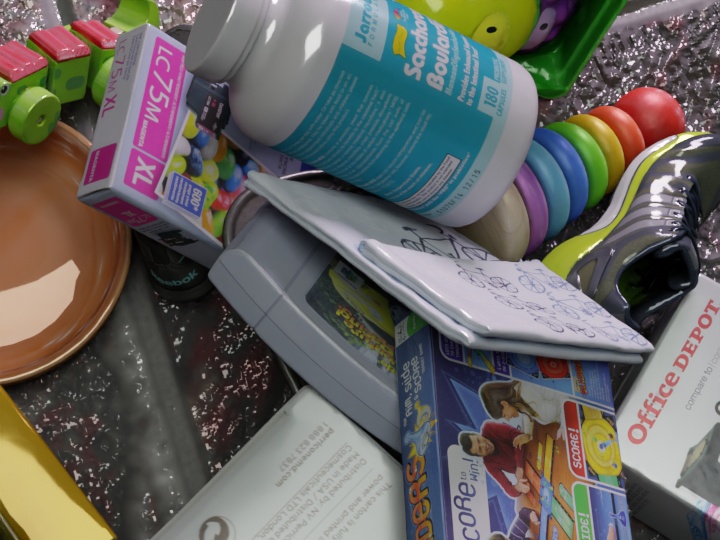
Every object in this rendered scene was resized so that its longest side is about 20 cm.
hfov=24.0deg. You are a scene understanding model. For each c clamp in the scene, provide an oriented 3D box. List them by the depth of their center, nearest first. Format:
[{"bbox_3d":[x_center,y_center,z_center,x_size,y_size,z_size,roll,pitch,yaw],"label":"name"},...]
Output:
[{"bbox_3d":[0.000,0.000,1.087,0.170,0.027,0.201,-14,76,-32],"label":"c clamp"}]

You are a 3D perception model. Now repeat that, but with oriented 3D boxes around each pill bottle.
[{"bbox_3d":[-0.002,-0.110,1.010,0.199,0.111,0.111,23,68,-23],"label":"pill bottle"}]

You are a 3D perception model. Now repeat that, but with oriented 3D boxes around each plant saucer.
[{"bbox_3d":[-0.252,-0.014,1.138,0.199,0.037,0.201,1,69,-4],"label":"plant saucer"}]

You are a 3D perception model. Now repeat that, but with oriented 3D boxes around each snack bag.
[{"bbox_3d":[0.054,-0.004,0.998,0.200,0.188,0.021,36,108,36],"label":"snack bag"}]

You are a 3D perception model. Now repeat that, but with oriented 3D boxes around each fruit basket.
[{"bbox_3d":[0.101,-0.194,1.129,0.155,0.216,0.216,23,70,-5],"label":"fruit basket"}]

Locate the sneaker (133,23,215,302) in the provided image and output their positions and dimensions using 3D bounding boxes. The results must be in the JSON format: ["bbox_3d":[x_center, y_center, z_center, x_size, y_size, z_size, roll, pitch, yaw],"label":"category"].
[{"bbox_3d":[-0.119,-0.083,1.144,0.075,0.079,0.201,-7,69,12],"label":"sneaker"}]

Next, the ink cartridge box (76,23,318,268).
[{"bbox_3d":[-0.085,-0.061,1.102,0.200,0.042,0.120,31,59,-40],"label":"ink cartridge box"}]

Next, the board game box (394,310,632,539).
[{"bbox_3d":[0.087,0.124,0.934,0.135,0.034,0.201,18,52,-28],"label":"board game box"}]

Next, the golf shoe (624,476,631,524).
[{"bbox_3d":[0.135,0.194,1.063,0.072,0.092,0.201,-12,101,-20],"label":"golf shoe"}]

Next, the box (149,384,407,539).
[{"bbox_3d":[-0.031,0.216,1.000,0.200,0.171,0.199,42,73,11],"label":"box"}]

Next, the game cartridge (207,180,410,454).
[{"bbox_3d":[0.008,0.038,1.008,0.200,0.041,0.133,39,32,-4],"label":"game cartridge"}]

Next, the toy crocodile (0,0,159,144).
[{"bbox_3d":[-0.210,-0.136,1.144,0.067,0.062,0.200,34,40,25],"label":"toy crocodile"}]

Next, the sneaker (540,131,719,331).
[{"bbox_3d":[0.197,-0.018,1.110,0.200,0.081,0.074,-47,123,-26],"label":"sneaker"}]

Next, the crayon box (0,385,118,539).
[{"bbox_3d":[-0.194,0.139,1.000,0.051,0.200,0.127,-36,77,-15],"label":"crayon box"}]

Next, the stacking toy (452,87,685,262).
[{"bbox_3d":[0.144,-0.075,1.155,0.200,0.085,0.085,-29,74,-31],"label":"stacking toy"}]

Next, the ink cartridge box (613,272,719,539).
[{"bbox_3d":[0.261,0.119,1.102,0.199,0.083,0.146,31,71,7],"label":"ink cartridge box"}]
